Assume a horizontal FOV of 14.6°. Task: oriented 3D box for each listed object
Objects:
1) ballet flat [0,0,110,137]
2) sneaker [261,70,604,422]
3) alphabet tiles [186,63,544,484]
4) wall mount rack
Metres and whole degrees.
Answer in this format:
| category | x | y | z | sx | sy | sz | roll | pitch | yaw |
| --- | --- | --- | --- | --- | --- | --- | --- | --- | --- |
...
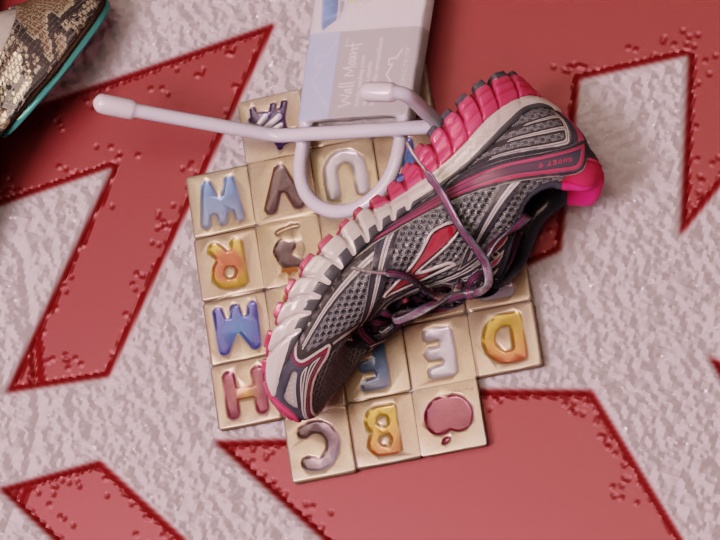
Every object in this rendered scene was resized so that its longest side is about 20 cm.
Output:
| category | x | y | z | sx | sy | sz | roll | pitch | yaw |
| --- | --- | --- | --- | --- | --- | --- | --- | --- | --- |
| ballet flat | -0.205 | -0.074 | 1.433 | 0.075 | 0.068 | 0.200 | 31 | 88 | -19 |
| sneaker | 0.030 | -0.004 | 1.353 | 0.075 | 0.081 | 0.200 | 43 | 89 | 16 |
| alphabet tiles | 0.000 | 0.000 | 1.405 | 0.166 | 0.006 | 0.200 | -11 | 75 | 11 |
| wall mount rack | -0.035 | -0.130 | 1.405 | 0.174 | 0.075 | 0.200 | -1 | 71 | 30 |
